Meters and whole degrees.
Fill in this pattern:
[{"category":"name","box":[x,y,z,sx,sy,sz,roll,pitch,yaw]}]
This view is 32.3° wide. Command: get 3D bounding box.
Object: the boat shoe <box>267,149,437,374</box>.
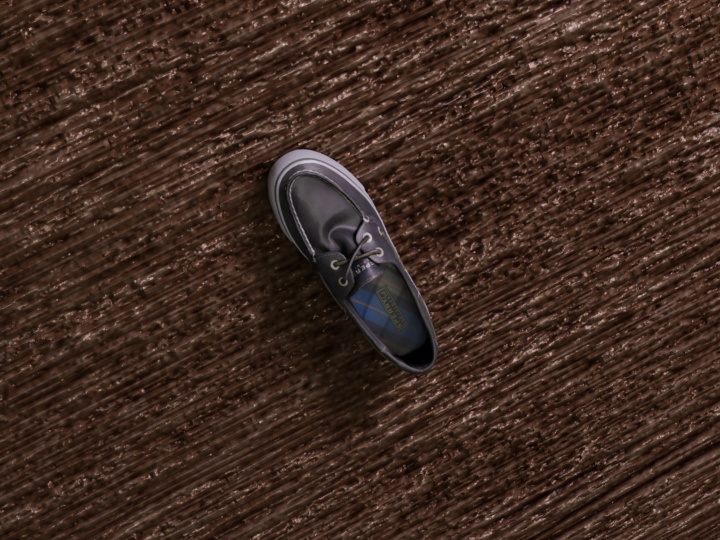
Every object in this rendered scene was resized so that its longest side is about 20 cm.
[{"category":"boat shoe","box":[0.000,0.000,0.929,0.069,0.066,0.201,-31,116,-3]}]
